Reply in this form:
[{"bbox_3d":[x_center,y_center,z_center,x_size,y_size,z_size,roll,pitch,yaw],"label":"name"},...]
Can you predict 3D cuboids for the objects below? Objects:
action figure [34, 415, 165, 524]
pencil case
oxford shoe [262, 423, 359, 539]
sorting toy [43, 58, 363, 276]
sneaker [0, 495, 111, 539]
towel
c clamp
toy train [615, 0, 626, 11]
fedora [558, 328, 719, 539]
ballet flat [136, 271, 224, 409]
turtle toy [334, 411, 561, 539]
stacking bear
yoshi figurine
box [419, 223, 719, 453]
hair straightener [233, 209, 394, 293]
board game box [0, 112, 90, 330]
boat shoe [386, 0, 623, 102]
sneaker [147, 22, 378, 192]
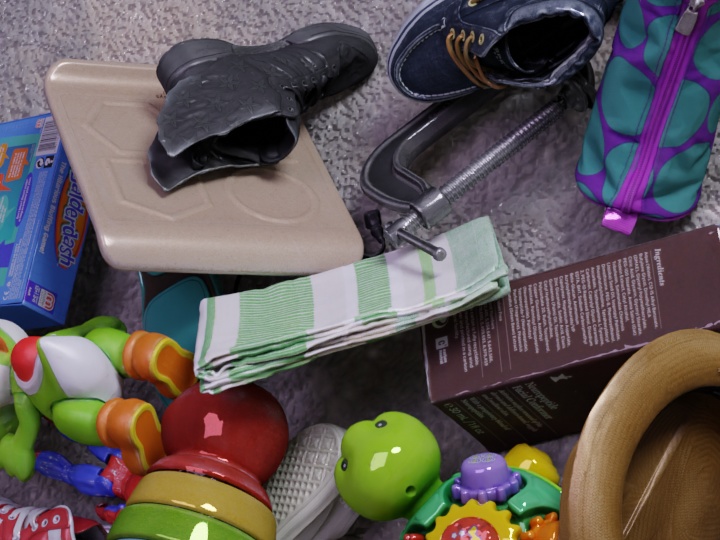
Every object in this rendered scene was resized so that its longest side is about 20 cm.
[{"bbox_3d":[-0.164,0.134,1.649,0.200,0.052,0.066,17,70,49],"label":"action figure"},{"bbox_3d":[0.190,-0.125,1.513,0.085,0.201,0.093,15,40,5],"label":"pencil case"},{"bbox_3d":[-0.064,0.175,1.588,0.200,0.058,0.075,-42,47,21],"label":"oxford shoe"},{"bbox_3d":[-0.109,-0.065,1.658,0.200,0.184,0.037,-113,34,-44],"label":"sorting toy"},{"bbox_3d":[-0.237,0.171,1.671,0.112,0.071,0.200,-41,62,9],"label":"sneaker"},{"bbox_3d":[-0.007,0.017,1.532,0.199,0.024,0.153,-18,16,3],"label":"towel"},{"bbox_3d":[0.082,-0.082,1.605,0.200,0.027,0.171,-41,28,-15],"label":"c clamp"},{"bbox_3d":[0.159,-0.226,1.625,0.199,0.114,0.086,-19,59,19],"label":"toy train"},{"bbox_3d":[0.173,0.132,1.419,0.082,0.200,0.202,-9,60,51],"label":"fedora"},{"bbox_3d":[-0.117,0.013,1.681,0.067,0.070,0.201,-29,65,26],"label":"ballet flat"},{"bbox_3d":[0.064,0.165,1.486,0.146,0.101,0.200,-48,59,-1],"label":"turtle toy"},{"bbox_3d":[-0.103,0.160,1.517,0.113,0.121,0.201,-2,61,38],"label":"stacking bear"},{"bbox_3d":[-0.204,0.083,1.639,0.199,0.112,0.113,8,105,29],"label":"yoshi figurine"},{"bbox_3d":[0.148,0.045,1.509,0.199,0.100,0.075,-18,60,21],"label":"box"},{"bbox_3d":[0.000,0.000,1.655,0.199,0.041,0.077,-8,52,31],"label":"hair straightener"},{"bbox_3d":[-0.276,-0.029,1.777,0.199,0.045,0.153,-7,63,42],"label":"board game box"},{"bbox_3d":[0.083,-0.146,1.575,0.200,0.071,0.091,-28,23,38],"label":"boat shoe"},{"bbox_3d":[-0.062,-0.110,1.662,0.104,0.199,0.060,59,143,36],"label":"sneaker"}]
